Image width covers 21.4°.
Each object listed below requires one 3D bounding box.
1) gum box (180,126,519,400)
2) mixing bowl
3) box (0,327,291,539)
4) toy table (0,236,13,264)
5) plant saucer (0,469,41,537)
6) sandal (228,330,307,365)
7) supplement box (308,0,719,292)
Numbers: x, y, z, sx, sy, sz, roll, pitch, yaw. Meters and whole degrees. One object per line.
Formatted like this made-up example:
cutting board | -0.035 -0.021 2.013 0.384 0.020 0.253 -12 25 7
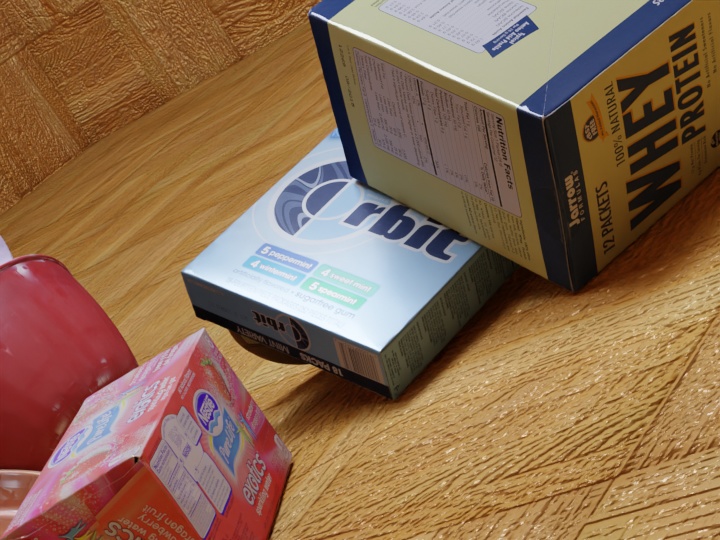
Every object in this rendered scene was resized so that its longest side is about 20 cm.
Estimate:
gum box | 0.013 -0.021 1.227 0.169 0.045 0.200 21 51 36
mixing bowl | -0.220 0.102 1.320 0.200 0.108 0.201 -50 -24 -31
box | -0.114 0.124 1.066 0.094 0.103 0.200 -30 13 13
toy table | -0.481 0.024 2.295 0.117 0.185 0.200 -20 -5 -18
plant saucer | -0.237 0.178 1.157 0.199 0.032 0.200 -2 19 1
sandal | 0.000 0.000 1.308 0.199 0.081 0.054 -29 24 -7
supplement box | 0.115 -0.127 1.177 0.200 0.135 0.199 -39 46 -24
